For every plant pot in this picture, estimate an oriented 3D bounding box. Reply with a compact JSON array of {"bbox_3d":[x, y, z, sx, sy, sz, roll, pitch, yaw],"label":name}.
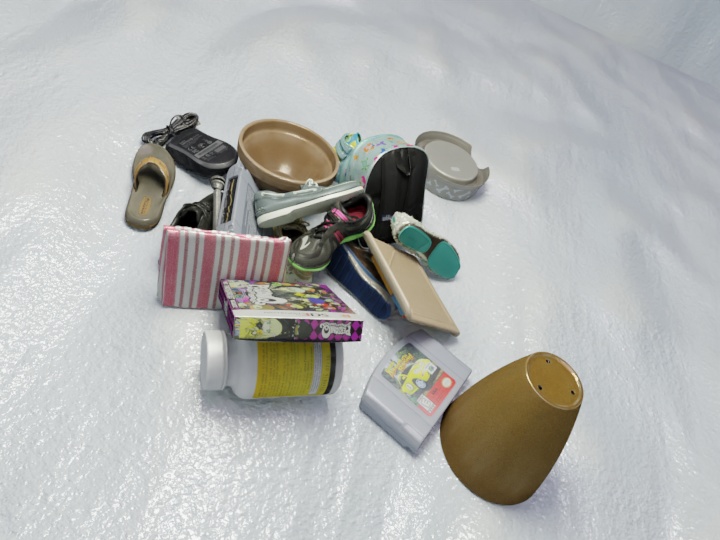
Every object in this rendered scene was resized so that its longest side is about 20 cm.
[{"bbox_3d":[-0.146,-0.197,1.136,0.196,0.094,0.204,14,41,-12],"label":"plant pot"},{"bbox_3d":[0.240,0.218,0.882,0.182,0.202,0.189,12,45,-12],"label":"plant pot"}]

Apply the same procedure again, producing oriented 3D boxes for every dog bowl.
[{"bbox_3d":[0.210,-0.249,1.406,0.195,0.059,0.203,12,46,-13],"label":"dog bowl"}]

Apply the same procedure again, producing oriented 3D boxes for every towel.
[{"bbox_3d":[-0.214,-0.002,0.919,0.195,0.148,0.030,4,39,-21],"label":"towel"}]

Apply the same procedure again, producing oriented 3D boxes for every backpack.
[{"bbox_3d":[0.044,-0.164,1.148,0.174,0.204,0.151,-14,40,-32],"label":"backpack"}]

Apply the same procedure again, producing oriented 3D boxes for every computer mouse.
[{"bbox_3d":[-0.321,-0.236,1.161,0.198,0.054,0.138,32,49,22],"label":"computer mouse"}]

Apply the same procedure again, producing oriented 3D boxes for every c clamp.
[{"bbox_3d":[-0.229,-0.085,0.997,0.027,0.172,0.203,-21,47,15],"label":"c clamp"}]

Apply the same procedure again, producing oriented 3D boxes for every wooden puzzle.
[{"bbox_3d":[0.088,0.030,1.050,0.199,0.037,0.187,26,31,-52],"label":"wooden puzzle"}]

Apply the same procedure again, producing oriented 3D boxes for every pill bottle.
[{"bbox_3d":[-0.131,0.130,0.858,0.195,0.112,0.113,2,48,-23],"label":"pill bottle"}]

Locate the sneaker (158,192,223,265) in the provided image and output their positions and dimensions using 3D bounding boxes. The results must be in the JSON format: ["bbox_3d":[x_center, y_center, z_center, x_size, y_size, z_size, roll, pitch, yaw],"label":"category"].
[{"bbox_3d":[-0.275,-0.083,1.006,0.074,0.092,0.202,19,42,2],"label":"sneaker"}]

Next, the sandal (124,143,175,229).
[{"bbox_3d":[-0.381,-0.163,1.053,0.080,0.055,0.204,9,50,-11],"label":"sandal"}]

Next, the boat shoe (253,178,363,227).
[{"bbox_3d":[-0.092,-0.132,1.023,0.195,0.073,0.063,-18,80,-9],"label":"boat shoe"}]

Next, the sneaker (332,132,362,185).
[{"bbox_3d":[-0.063,-0.244,1.224,0.195,0.132,0.081,14,45,-10],"label":"sneaker"}]

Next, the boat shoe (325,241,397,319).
[{"bbox_3d":[0.000,0.000,1.077,0.201,0.072,0.072,50,43,10],"label":"boat shoe"}]

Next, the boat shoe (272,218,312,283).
[{"bbox_3d":[-0.115,-0.049,1.065,0.072,0.063,0.203,3,49,-26],"label":"boat shoe"}]

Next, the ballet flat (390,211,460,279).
[{"bbox_3d":[0.126,-0.055,1.135,0.199,0.071,0.073,36,31,-40],"label":"ballet flat"}]

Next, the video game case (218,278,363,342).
[{"bbox_3d":[-0.109,0.055,0.853,0.177,0.037,0.200,4,11,-19],"label":"video game case"}]

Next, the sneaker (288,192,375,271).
[{"bbox_3d":[-0.051,-0.073,1.000,0.076,0.085,0.199,35,56,21],"label":"sneaker"}]

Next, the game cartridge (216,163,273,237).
[{"bbox_3d":[-0.194,-0.075,1.012,0.040,0.134,0.203,-19,42,15],"label":"game cartridge"}]

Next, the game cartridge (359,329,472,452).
[{"bbox_3d":[0.089,0.185,0.964,0.132,0.041,0.200,35,44,15],"label":"game cartridge"}]
